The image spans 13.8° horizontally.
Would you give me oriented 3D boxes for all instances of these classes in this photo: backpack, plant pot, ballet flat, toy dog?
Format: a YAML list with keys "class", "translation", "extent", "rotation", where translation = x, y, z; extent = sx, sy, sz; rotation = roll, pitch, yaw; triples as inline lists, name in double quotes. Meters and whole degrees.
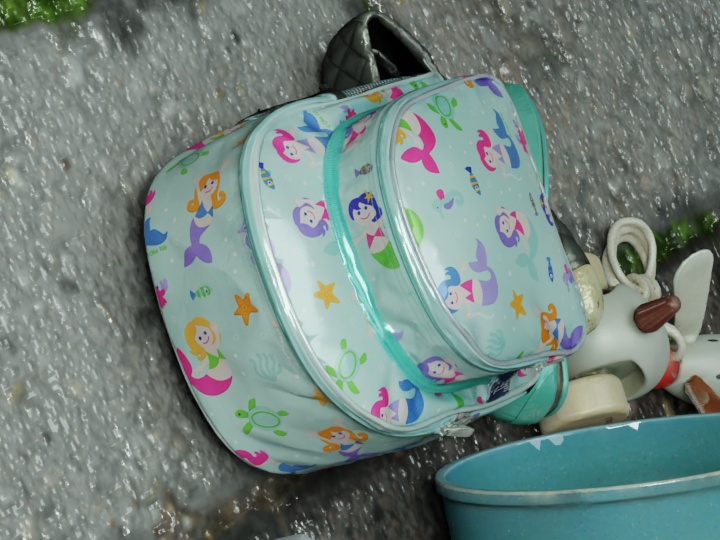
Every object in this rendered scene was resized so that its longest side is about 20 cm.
- class: "backpack"
  translation: [0.000, 0.000, 1.375]
  extent: [0.200, 0.150, 0.178]
  rotation: [-15, 85, -50]
- class: "plant pot"
  translation: [0.146, 0.178, 1.439]
  extent: [0.200, 0.200, 0.189]
  rotation: [-15, 99, -55]
- class: "ballet flat"
  translation: [0.063, -0.017, 1.535]
  extent: [0.070, 0.067, 0.201]
  rotation: [11, 59, -28]
- class: "ballet flat"
  translation: [0.049, -0.044, 1.484]
  extent: [0.066, 0.057, 0.200]
  rotation: [-37, 78, -23]
- class: "toy dog"
  translation: [0.167, 0.035, 1.613]
  extent: [0.200, 0.096, 0.132]
  rotation: [-25, 92, -55]

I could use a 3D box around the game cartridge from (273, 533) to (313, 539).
- class: "game cartridge"
  translation: [0.003, 0.215, 1.235]
  extent: [0.200, 0.041, 0.133]
  rotation: [55, 41, -18]
